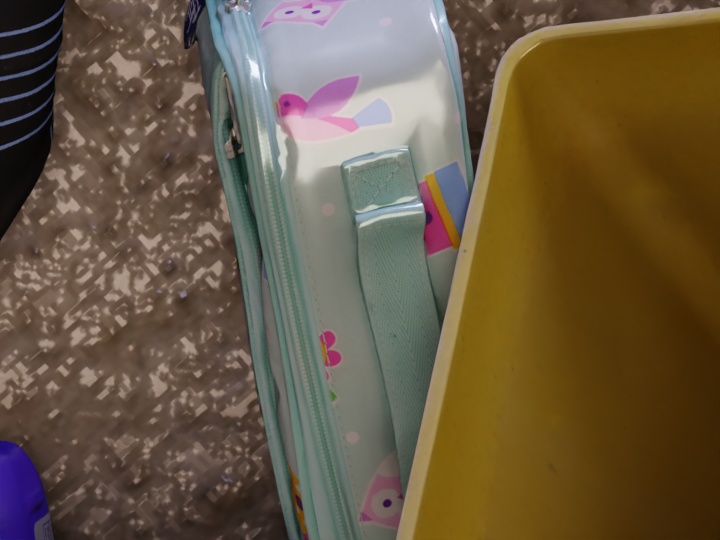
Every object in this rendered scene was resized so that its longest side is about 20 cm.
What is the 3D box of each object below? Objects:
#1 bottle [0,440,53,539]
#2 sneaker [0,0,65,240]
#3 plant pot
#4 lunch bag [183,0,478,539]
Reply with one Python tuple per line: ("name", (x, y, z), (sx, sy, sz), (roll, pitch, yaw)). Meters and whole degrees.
("bottle", (-0.131, 0.158, 0.850), (0.083, 0.065, 0.200), (-8, 95, 10))
("sneaker", (-0.125, -0.072, 0.821), (0.070, 0.078, 0.200), (31, 102, 27))
("plant pot", (0.145, 0.057, 0.694), (0.200, 0.176, 0.200), (-4, 59, 30))
("lunch bag", (0.000, 0.000, 0.783), (0.077, 0.160, 0.200), (-11, 111, 1))
